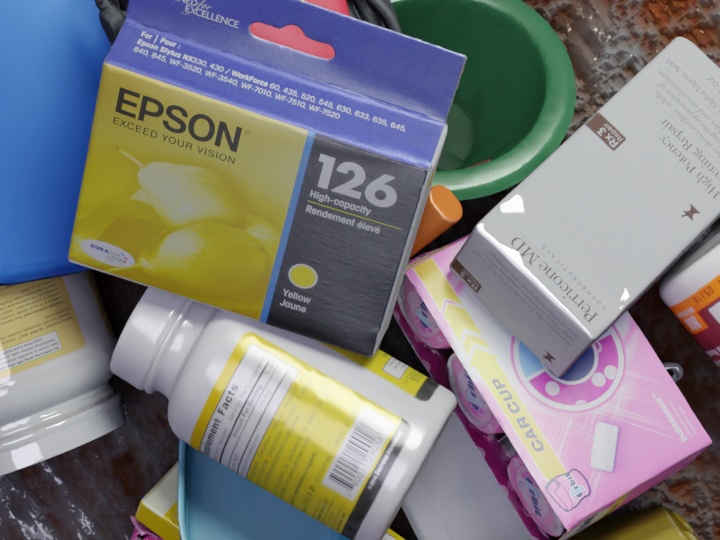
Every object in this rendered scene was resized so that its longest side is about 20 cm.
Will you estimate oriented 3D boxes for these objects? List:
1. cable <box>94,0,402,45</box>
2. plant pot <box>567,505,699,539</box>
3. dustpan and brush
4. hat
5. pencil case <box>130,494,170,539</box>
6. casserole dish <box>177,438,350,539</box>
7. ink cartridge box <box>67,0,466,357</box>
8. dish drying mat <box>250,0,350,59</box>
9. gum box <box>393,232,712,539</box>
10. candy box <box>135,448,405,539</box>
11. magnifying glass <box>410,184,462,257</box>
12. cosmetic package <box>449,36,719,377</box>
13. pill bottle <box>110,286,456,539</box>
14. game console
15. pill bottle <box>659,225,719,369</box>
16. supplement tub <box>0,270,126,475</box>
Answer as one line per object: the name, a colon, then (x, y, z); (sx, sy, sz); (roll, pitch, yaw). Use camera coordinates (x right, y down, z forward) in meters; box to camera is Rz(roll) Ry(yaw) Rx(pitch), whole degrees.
cable: (-0.055, -0.131, 1.234); (0.163, 0.051, 0.201); (-31, 100, -1)
plant pot: (0.163, 0.260, 1.300); (0.200, 0.194, 0.196); (-45, 89, 3)
dustpan and brush: (0.119, 0.109, 1.359); (0.199, 0.057, 0.140); (-23, 104, 15)
hat: (0.033, -0.074, 1.360); (0.198, 0.176, 0.167); (-4, 61, -4)
pencil case: (-0.147, 0.259, 1.385); (0.091, 0.093, 0.201); (27, 99, 43)
casserole dish: (-0.061, 0.133, 1.332); (0.120, 0.201, 0.039); (10, 141, -13)
ink cartridge box: (-0.058, -0.061, 1.189); (0.196, 0.047, 0.201); (18, 129, 3)
dish drying mat: (-0.061, -0.197, 1.190); (0.076, 0.018, 0.201); (-19, 99, -4)
gum box: (0.114, 0.059, 1.300); (0.113, 0.066, 0.201); (-27, 76, -19)
candy box: (-0.038, 0.182, 1.345); (0.199, 0.102, 0.026); (35, 138, 9)
magnifying glass: (0.000, 0.000, 1.280); (0.080, 0.022, 0.200); (51, 139, -1)
cosmetic package: (0.160, -0.041, 1.273); (0.102, 0.074, 0.200); (43, 65, 6)
pill bottle: (-0.050, 0.077, 1.282); (0.199, 0.111, 0.112); (30, 99, 5)
game console: (-0.171, -0.104, 1.315); (0.117, 0.171, 0.202); (-7, 95, 16)
pill bottle: (0.290, 0.052, 1.294); (0.114, 0.114, 0.200); (-40, 89, 10)
supplement tub: (-0.242, 0.025, 1.345); (0.144, 0.145, 0.201); (-19, 93, 9)
